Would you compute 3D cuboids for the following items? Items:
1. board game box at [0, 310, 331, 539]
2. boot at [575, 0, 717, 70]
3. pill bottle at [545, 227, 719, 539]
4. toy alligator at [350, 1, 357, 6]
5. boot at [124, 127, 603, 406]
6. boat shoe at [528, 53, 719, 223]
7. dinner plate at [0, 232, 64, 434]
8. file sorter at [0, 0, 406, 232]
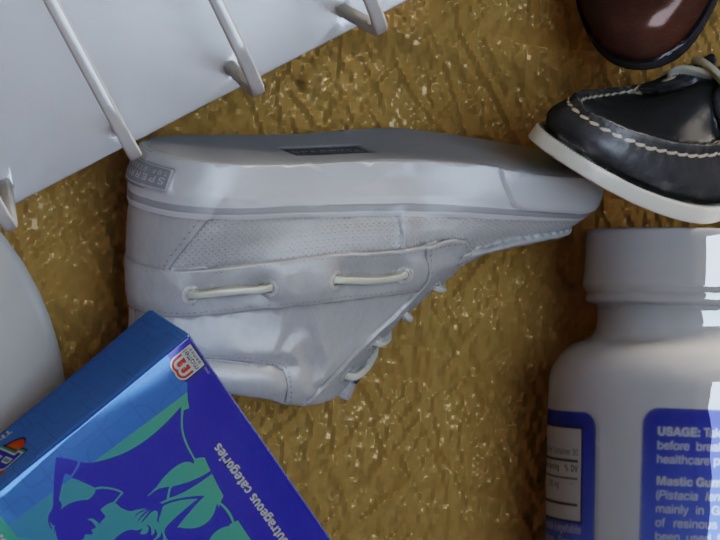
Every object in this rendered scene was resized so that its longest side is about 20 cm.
[{"bbox_3d":[-0.103,0.136,0.883,0.200,0.045,0.153,-40,114,-12],"label":"board game box"},{"bbox_3d":[0.104,-0.191,0.938,0.068,0.200,0.190,14,79,18],"label":"boot"},{"bbox_3d":[0.128,0.085,0.992,0.111,0.112,0.202,2,89,-27],"label":"pill bottle"},{"bbox_3d":[-0.021,-0.120,0.950,0.199,0.054,0.060,-21,99,-5],"label":"toy alligator"},{"bbox_3d":[0.000,0.000,0.959,0.199,0.073,0.096,-1,105,-27],"label":"boot"},{"bbox_3d":[0.145,-0.056,0.995,0.199,0.074,0.061,5,119,-44],"label":"boat shoe"},{"bbox_3d":[-0.192,0.053,0.876,0.199,0.024,0.202,1,88,-27],"label":"dinner plate"},{"bbox_3d":[-0.067,-0.118,0.851,0.199,0.125,0.140,-27,103,-2],"label":"file sorter"}]
